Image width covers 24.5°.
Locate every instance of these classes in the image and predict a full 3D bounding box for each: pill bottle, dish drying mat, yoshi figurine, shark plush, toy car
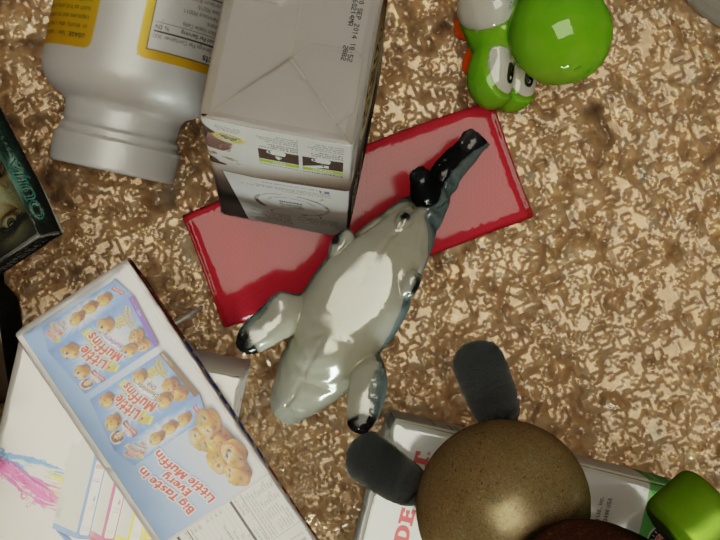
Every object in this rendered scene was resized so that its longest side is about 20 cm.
[{"bbox_3d":[-0.123,-0.155,0.952,0.104,0.104,0.200,12,91,-2],"label":"pill bottle"},{"bbox_3d":[-0.002,-0.034,1.004,0.200,0.018,0.077,-20,93,-2],"label":"dish drying mat"},{"bbox_3d":[0.111,-0.190,0.961,0.112,0.112,0.200,4,94,-9],"label":"yoshi figurine"},{"bbox_3d":[0.000,0.000,0.960,0.091,0.083,0.200,23,90,7],"label":"shark plush"},{"bbox_3d":[0.085,0.139,0.892,0.164,0.158,0.200,-40,63,-5],"label":"toy car"}]

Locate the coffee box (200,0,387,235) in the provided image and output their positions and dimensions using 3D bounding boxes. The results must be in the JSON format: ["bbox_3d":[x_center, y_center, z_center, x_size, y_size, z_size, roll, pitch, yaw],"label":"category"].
[{"bbox_3d":[-0.033,-0.099,0.899,0.080,0.200,0.113,10,77,1],"label":"coffee box"}]

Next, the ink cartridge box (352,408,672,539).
[{"bbox_3d":[0.093,0.175,0.979,0.200,0.084,0.146,15,90,-2],"label":"ink cartridge box"}]

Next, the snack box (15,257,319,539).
[{"bbox_3d":[-0.096,0.096,0.872,0.072,0.024,0.200,-33,92,-1],"label":"snack box"}]

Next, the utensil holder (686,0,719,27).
[{"bbox_3d":[0.264,-0.220,0.917,0.170,0.200,0.170,0,91,-2],"label":"utensil holder"}]

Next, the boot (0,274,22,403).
[{"bbox_3d":[-0.247,-0.018,0.971,0.075,0.074,0.200,-4,95,4],"label":"boot"}]

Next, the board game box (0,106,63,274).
[{"bbox_3d":[-0.272,-0.032,0.938,0.200,0.028,0.135,-31,84,26],"label":"board game box"}]

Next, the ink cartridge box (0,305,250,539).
[{"bbox_3d":[-0.140,0.113,0.948,0.125,0.129,0.200,13,90,-3],"label":"ink cartridge box"}]
